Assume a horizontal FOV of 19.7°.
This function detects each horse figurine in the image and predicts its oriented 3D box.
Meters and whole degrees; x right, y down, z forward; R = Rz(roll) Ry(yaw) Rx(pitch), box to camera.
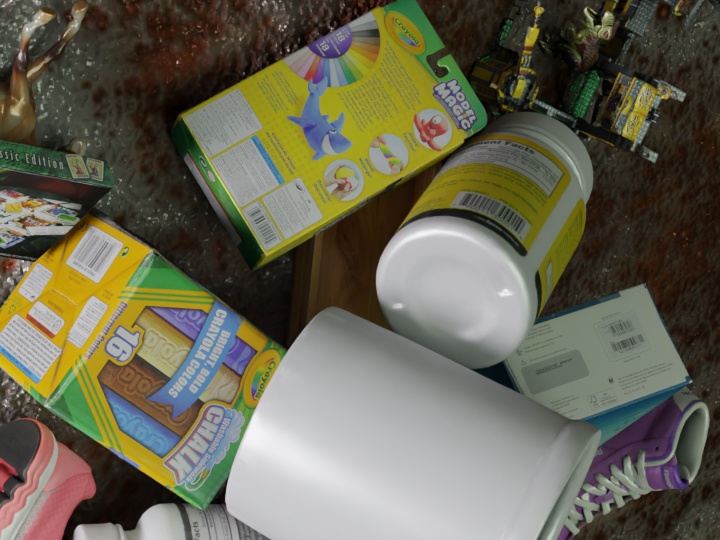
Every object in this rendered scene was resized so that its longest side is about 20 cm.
[{"bbox_3d":[-0.249,-0.112,1.297,0.199,0.050,0.133,1,124,-43],"label":"horse figurine"}]

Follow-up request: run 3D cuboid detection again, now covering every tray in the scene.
[{"bbox_3d":[0.000,0.000,1.524,0.098,0.037,0.202,-2,108,-27],"label":"tray"}]

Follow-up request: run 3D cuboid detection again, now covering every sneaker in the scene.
[{"bbox_3d":[0.203,0.170,1.686,0.201,0.114,0.073,-52,129,-6],"label":"sneaker"},{"bbox_3d":[-0.248,0.204,1.411,0.087,0.074,0.201,36,87,-42],"label":"sneaker"}]

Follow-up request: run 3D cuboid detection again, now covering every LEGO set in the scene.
[{"bbox_3d":[0.187,-0.175,1.540,0.153,0.116,0.201,32,88,-38],"label":"LEGO set"}]

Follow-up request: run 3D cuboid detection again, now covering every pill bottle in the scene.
[{"bbox_3d":[0.094,-0.027,1.455,0.200,0.113,0.115,-53,139,-54],"label":"pill bottle"},{"bbox_3d":[-0.099,0.218,1.437,0.198,0.111,0.112,3,107,-17],"label":"pill bottle"}]

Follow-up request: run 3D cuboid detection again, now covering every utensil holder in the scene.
[{"bbox_3d":[0.033,0.137,1.364,0.171,0.199,0.170,-59,168,-20],"label":"utensil holder"}]

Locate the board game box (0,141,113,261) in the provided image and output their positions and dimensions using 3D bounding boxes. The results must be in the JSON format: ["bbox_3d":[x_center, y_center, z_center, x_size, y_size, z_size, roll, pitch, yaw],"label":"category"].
[{"bbox_3d":[-0.265,-0.051,1.285,0.199,0.105,0.024,10,58,-38],"label":"board game box"}]

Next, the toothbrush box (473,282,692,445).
[{"bbox_3d":[0.130,0.101,1.554,0.146,0.200,0.086,-17,73,-28],"label":"toothbrush box"}]

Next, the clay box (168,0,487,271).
[{"bbox_3d":[-0.019,-0.099,1.437,0.199,0.048,0.115,-30,85,-23],"label":"clay box"}]

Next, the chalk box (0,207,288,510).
[{"bbox_3d":[-0.135,0.069,1.405,0.200,0.125,0.124,41,83,-36],"label":"chalk box"}]
